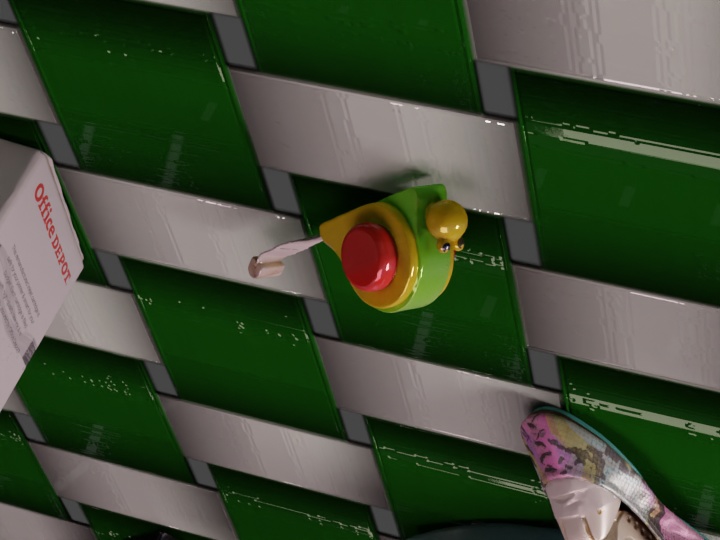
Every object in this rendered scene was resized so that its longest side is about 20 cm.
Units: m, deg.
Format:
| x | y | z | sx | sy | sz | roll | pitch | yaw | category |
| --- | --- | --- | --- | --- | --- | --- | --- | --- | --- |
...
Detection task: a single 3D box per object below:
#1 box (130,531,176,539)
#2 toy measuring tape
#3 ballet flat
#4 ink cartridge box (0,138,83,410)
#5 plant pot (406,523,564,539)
| x | y | z | sx | sy | sz | roll | pitch | yaw | category |
| --- | --- | --- | --- | --- | --- | --- | --- | --- | --- |
| -0.185 | 0.332 | 2.001 | 0.163 | 0.087 | 0.199 | 37 | 148 | -21 | box |
| 0.000 | 0.000 | 1.359 | 0.073 | 0.074 | 0.199 | 39 | 144 | -24 | toy measuring tape |
| 0.179 | 0.177 | 1.515 | 0.069 | 0.072 | 0.200 | -12 | 134 | 47 | ballet flat |
| -0.279 | 0.024 | 1.475 | 0.083 | 0.201 | 0.145 | 18 | 150 | 17 | ink cartridge box |
| 0.111 | 0.283 | 1.668 | 0.199 | 0.142 | 0.142 | 6 | 146 | 41 | plant pot |
